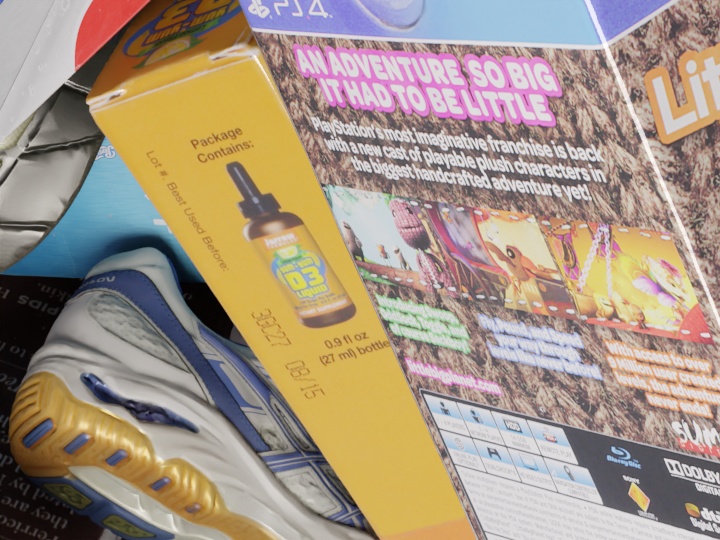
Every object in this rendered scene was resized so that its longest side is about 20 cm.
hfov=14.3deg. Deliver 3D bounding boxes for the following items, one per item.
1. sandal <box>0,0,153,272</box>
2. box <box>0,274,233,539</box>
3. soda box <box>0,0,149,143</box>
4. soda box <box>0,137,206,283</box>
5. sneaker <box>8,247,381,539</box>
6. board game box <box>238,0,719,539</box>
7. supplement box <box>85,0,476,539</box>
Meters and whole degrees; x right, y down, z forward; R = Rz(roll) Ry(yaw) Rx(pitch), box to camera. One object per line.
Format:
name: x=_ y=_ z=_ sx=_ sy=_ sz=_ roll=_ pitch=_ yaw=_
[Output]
sandal: x=-0.107 y=-0.077 z=0.917 sx=0.080 sy=0.057 sz=0.202 roll=34 pitch=91 yaw=-18
box: x=-0.160 y=0.099 z=1.034 sx=0.163 sy=0.200 sz=0.167 roll=18 pitch=133 yaw=7
soda box: x=-0.092 y=-0.104 z=0.851 sx=0.200 sy=0.063 sz=0.068 roll=-44 pitch=109 yaw=-3
soda box: x=-0.030 y=-0.039 z=0.957 sx=0.199 sy=0.064 sz=0.068 roll=3 pitch=129 yaw=21
sneaker: x=-0.021 y=0.068 z=0.960 sx=0.200 sy=0.088 sz=0.075 roll=40 pitch=140 yaw=-26
board game box: x=0.077 y=-0.008 z=0.705 sx=0.159 sy=0.097 sz=0.201 roll=11 pitch=130 yaw=58
supplement box: x=0.000 y=0.000 z=0.890 sx=0.066 sy=0.069 sz=0.200 roll=-16 pitch=123 yaw=31
